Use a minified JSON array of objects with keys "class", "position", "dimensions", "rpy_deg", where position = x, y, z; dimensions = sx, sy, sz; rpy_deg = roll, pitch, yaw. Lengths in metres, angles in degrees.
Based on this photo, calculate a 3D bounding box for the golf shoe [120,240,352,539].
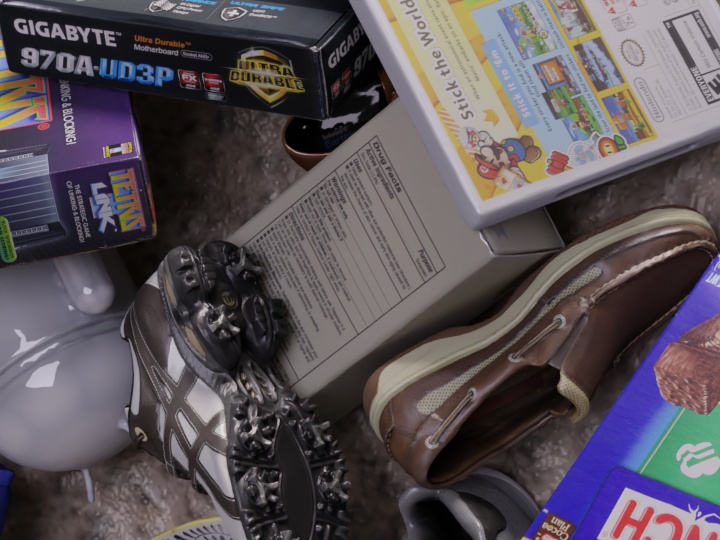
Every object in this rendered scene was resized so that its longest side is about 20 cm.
[{"class":"golf shoe","position":[-0.069,0.088,1.494],"dimensions":[0.094,0.078,0.201],"rpy_deg":[-36,62,39]}]

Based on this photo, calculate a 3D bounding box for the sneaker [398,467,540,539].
[{"class":"sneaker","position":[0.087,0.180,1.464],"dimensions":[0.200,0.115,0.075],"rpy_deg":[44,103,22]}]

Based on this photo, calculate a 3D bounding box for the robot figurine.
[{"class":"robot figurine","position":[-0.179,0.027,1.605],"dimensions":[0.200,0.113,0.170],"rpy_deg":[60,150,18]}]

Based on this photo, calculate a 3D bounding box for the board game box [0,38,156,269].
[{"class":"board game box","position":[-0.202,-0.075,1.561],"dimensions":[0.165,0.057,0.200],"rpy_deg":[-12,34,-2]}]

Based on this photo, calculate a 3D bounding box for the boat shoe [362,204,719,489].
[{"class":"boat shoe","position":[0.103,0.047,1.473],"dimensions":[0.202,0.075,0.075],"rpy_deg":[-33,48,5]}]

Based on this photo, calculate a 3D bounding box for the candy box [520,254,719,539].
[{"class":"candy box","position":[0.194,0.115,1.397],"dimensions":[0.169,0.077,0.200],"rpy_deg":[26,67,24]}]

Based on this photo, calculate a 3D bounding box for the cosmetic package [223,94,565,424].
[{"class":"cosmetic package","position":[0.000,0.000,1.521],"dimensions":[0.200,0.071,0.106],"rpy_deg":[-36,72,33]}]

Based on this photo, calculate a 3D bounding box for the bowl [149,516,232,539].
[{"class":"bowl","position":[-0.050,0.232,1.535],"dimensions":[0.200,0.094,0.202],"rpy_deg":[-3,83,25]}]

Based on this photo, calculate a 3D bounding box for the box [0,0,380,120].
[{"class":"box","position":[-0.071,-0.149,1.551],"dimensions":[0.199,0.159,0.046],"rpy_deg":[10,127,26]}]

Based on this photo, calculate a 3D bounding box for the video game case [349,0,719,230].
[{"class":"video game case","position":[0.091,-0.135,1.482],"dimensions":[0.181,0.023,0.201],"rpy_deg":[-20,73,-23]}]

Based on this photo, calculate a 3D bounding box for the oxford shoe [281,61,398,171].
[{"class":"oxford shoe","position":[0.047,-0.103,1.537],"dimensions":[0.200,0.071,0.072],"rpy_deg":[-31,71,17]}]

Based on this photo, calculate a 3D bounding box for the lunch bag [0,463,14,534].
[{"class":"lunch bag","position":[-0.291,0.165,1.638],"dimensions":[0.199,0.127,0.171],"rpy_deg":[17,92,35]}]
